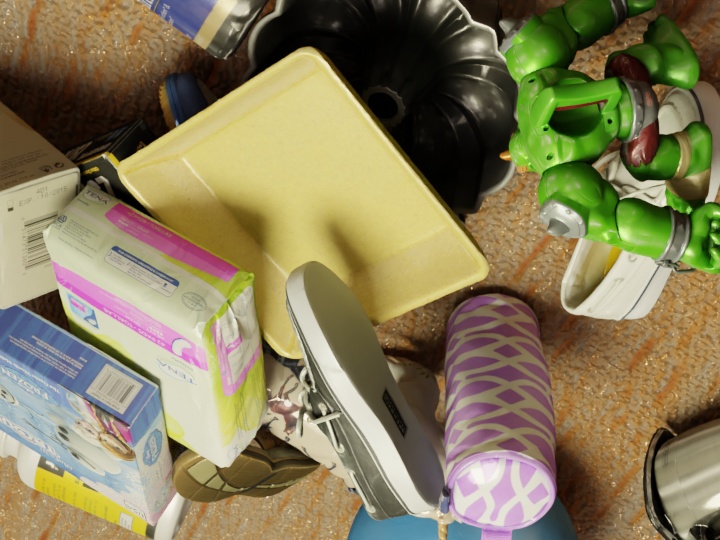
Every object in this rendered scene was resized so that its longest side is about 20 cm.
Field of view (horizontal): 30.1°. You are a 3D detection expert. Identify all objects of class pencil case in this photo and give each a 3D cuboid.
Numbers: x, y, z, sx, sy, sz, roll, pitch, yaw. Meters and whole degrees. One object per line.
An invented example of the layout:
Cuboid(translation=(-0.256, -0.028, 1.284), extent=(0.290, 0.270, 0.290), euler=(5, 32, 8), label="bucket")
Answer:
Cuboid(translation=(-0.060, 0.105, 1.128), extent=(0.199, 0.078, 0.089), euler=(35, 144, -9), label="pencil case")
Cuboid(translation=(0.102, 0.105, 0.994), extent=(0.083, 0.201, 0.086), euler=(-2, 127, 7), label="pencil case")

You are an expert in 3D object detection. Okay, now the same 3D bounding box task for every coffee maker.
Cuboid(translation=(0.347, 0.161, 1.016), extent=(0.191, 0.136, 0.199), euler=(27, 136, -34), label="coffee maker")

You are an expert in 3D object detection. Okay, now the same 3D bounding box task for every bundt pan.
Cuboid(translation=(0.024, -0.132, 0.916), extent=(0.199, 0.076, 0.204), euler=(11, 132, 12), label="bundt pan")

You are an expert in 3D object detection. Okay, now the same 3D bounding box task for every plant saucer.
Cuboid(translation=(-0.036, -0.048, 0.926), extent=(0.199, 0.049, 0.200), euler=(-25, 116, 35), label="plant saucer")

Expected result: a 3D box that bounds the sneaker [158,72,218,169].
Cuboid(translation=(-0.069, -0.078, 1.009), extent=(0.087, 0.076, 0.201), euler=(-29, 117, 17), label="sneaker")

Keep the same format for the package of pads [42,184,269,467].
Cuboid(translation=(-0.144, 0.047, 0.991), extent=(0.153, 0.068, 0.201), euler=(28, 148, 19), label="package of pads")

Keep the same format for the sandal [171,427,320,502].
Cuboid(translation=(-0.101, 0.158, 1.146), extent=(0.080, 0.199, 0.055), euler=(-31, 71, 19), label="sandal")

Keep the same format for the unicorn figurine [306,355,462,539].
Cuboid(translation=(0.027, 0.119, 1.035), extent=(0.136, 0.201, 0.074), euler=(22, 127, -5), label="unicorn figurine")

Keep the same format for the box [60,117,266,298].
Cuboid(translation=(-0.181, -0.026, 1.047), extent=(0.199, 0.049, 0.160), euler=(-10, 123, 51), label="box")

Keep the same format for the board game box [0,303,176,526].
Cuboid(translation=(-0.242, 0.103, 1.059), extent=(0.198, 0.044, 0.200), euler=(28, 153, 14), label="board game box")

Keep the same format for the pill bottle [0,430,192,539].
Cuboid(translation=(-0.241, 0.159, 1.210), extent=(0.198, 0.112, 0.112), euler=(22, 130, 2), label="pill bottle")

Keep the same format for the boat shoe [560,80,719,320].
Cuboid(translation=(0.179, -0.044, 0.924), extent=(0.085, 0.075, 0.203), euler=(-3, 139, -18), label="boat shoe")

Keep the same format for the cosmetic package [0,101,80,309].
Cuboid(translation=(-0.294, -0.071, 1.014), extent=(0.199, 0.071, 0.106), euler=(38, 135, 33), label="cosmetic package")

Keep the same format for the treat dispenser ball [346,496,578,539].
Cuboid(translation=(0.084, 0.248, 1.108), extent=(0.198, 0.202, 0.203), euler=(9, 129, 12), label="treat dispenser ball")

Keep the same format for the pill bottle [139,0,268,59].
Cuboid(translation=(-0.137, -0.239, 0.870), extent=(0.199, 0.112, 0.112), euler=(35, 129, -9), label="pill bottle")

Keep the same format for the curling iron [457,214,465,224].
Cuboid(translation=(0.000, 0.000, 1.061), extent=(0.198, 0.026, 0.050), euler=(-24, 118, 32), label="curling iron")

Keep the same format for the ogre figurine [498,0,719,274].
Cuboid(translation=(0.151, -0.095, 0.819), extent=(0.118, 0.098, 0.203), euler=(-5, 90, -19), label="ogre figurine")

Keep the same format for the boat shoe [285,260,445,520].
Cuboid(translation=(-0.012, 0.089, 0.939), extent=(0.067, 0.074, 0.201), euler=(-20, 114, 25), label="boat shoe")
